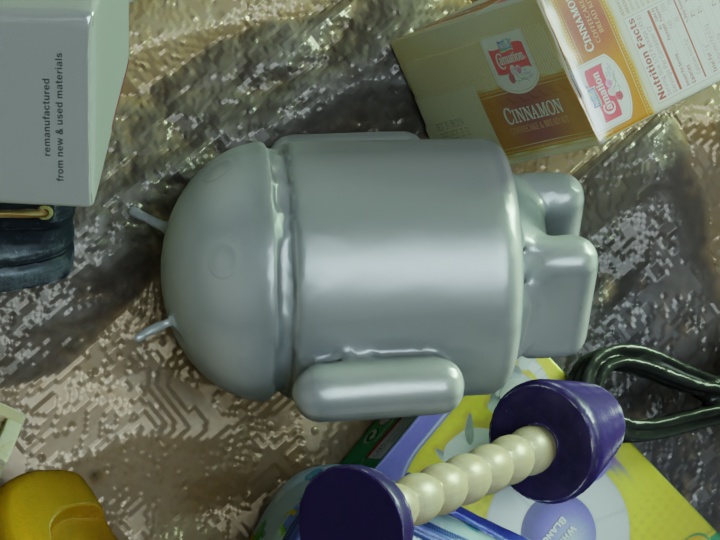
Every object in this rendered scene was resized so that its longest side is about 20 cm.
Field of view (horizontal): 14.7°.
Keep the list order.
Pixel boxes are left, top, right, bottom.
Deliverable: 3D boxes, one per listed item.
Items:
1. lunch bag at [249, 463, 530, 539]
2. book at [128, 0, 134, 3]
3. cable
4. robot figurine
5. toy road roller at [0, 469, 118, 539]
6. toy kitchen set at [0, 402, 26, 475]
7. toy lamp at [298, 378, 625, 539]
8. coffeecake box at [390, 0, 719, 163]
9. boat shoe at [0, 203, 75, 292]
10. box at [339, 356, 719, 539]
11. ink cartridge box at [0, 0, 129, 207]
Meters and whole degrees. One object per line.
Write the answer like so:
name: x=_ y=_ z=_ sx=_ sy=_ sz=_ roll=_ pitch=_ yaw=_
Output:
lunch bag: x=0.030 y=0.183 z=1.228 sx=0.200 sy=0.082 sz=0.161 roll=26 pitch=95 yaw=-13
book: x=-0.177 y=-0.186 z=1.177 sx=0.134 sy=0.048 sz=0.200 roll=-23 pitch=99 yaw=8
cable: x=0.179 y=0.061 z=1.337 sx=0.200 sy=0.050 sz=0.097 roll=-15 pitch=95 yaw=-29
robot figurine: x=0.000 y=0.000 z=1.220 sx=0.200 sy=0.170 sz=0.113 roll=-1 pitch=131 yaw=-6
toy road roller: x=-0.145 y=0.157 z=1.126 sx=0.200 sy=0.146 sz=0.123 roll=5 pitch=126 yaw=-44
toy kitchen set: x=-0.258 y=0.086 z=1.118 sx=0.200 sy=0.163 sz=0.180 roll=26 pitch=98 yaw=-6
toy lamp: x=0.051 y=0.084 z=1.184 sx=0.200 sy=0.058 sz=0.058 roll=-15 pitch=94 yaw=-56
coffeecake box: x=0.138 y=-0.121 z=1.279 sx=0.200 sy=0.154 sz=0.073 roll=-27 pitch=98 yaw=-22
boat shoe: x=-0.214 y=-0.035 z=1.165 sx=0.200 sy=0.071 sz=0.091 roll=2 pitch=120 yaw=-6
box: x=0.089 y=0.129 z=1.304 sx=0.200 sy=0.048 sz=0.117 roll=46 pitch=72 yaw=-17
ink cartridge box: x=-0.196 y=-0.095 z=1.093 sx=0.200 sy=0.145 sz=0.083 roll=3 pitch=119 yaw=0
